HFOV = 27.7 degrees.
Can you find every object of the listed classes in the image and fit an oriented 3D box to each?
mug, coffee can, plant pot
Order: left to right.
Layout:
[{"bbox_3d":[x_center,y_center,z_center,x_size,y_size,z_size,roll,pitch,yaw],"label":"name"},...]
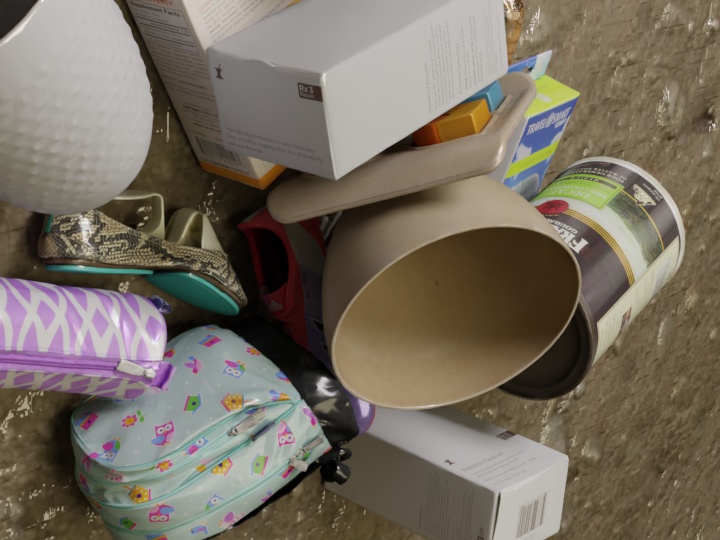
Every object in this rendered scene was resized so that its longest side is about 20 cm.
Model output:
[{"bbox_3d":[-0.230,-0.106,0.904,0.199,0.148,0.176,-30,143,1],"label":"mug"},{"bbox_3d":[0.053,-0.008,1.132,0.199,0.135,0.201,-14,140,-12],"label":"plant pot"},{"bbox_3d":[0.185,0.003,1.308,0.200,0.146,0.147,-39,133,-45],"label":"coffee can"}]

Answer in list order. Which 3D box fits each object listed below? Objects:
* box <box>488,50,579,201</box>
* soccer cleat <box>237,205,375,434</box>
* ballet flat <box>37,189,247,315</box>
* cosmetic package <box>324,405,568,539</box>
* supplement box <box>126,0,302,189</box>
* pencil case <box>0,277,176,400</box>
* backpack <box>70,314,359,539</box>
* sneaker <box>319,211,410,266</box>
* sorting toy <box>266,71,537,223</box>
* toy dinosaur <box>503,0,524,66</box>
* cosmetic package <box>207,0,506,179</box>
[{"bbox_3d":[0.133,-0.093,1.332,0.122,0.048,0.201,-29,145,-55],"label":"box"},{"bbox_3d":[-0.045,0.042,1.181,0.076,0.067,0.201,-16,89,-50],"label":"soccer cleat"},{"bbox_3d":[-0.152,-0.019,1.084,0.200,0.068,0.076,18,77,-49],"label":"ballet flat"},{"bbox_3d":[0.075,0.183,1.325,0.113,0.199,0.082,-17,119,-47],"label":"cosmetic package"},{"bbox_3d":[-0.088,-0.179,1.073,0.126,0.073,0.200,-46,136,-27],"label":"supplement box"},{"bbox_3d":[-0.223,0.051,1.009,0.200,0.086,0.084,7,121,-48],"label":"pencil case"},{"bbox_3d":[-0.122,0.126,1.121,0.200,0.167,0.127,-33,122,-19],"label":"backpack"},{"bbox_3d":[0.000,0.000,1.244,0.074,0.087,0.201,25,87,-51],"label":"sneaker"},{"bbox_3d":[0.034,-0.104,1.118,0.200,0.184,0.037,-61,134,-64],"label":"sorting toy"},{"bbox_3d":[0.107,-0.155,1.310,0.106,0.061,0.200,-12,141,-19],"label":"toy dinosaur"},{"bbox_3d":[0.002,-0.148,1.034,0.200,0.113,0.081,-35,129,-36],"label":"cosmetic package"}]
